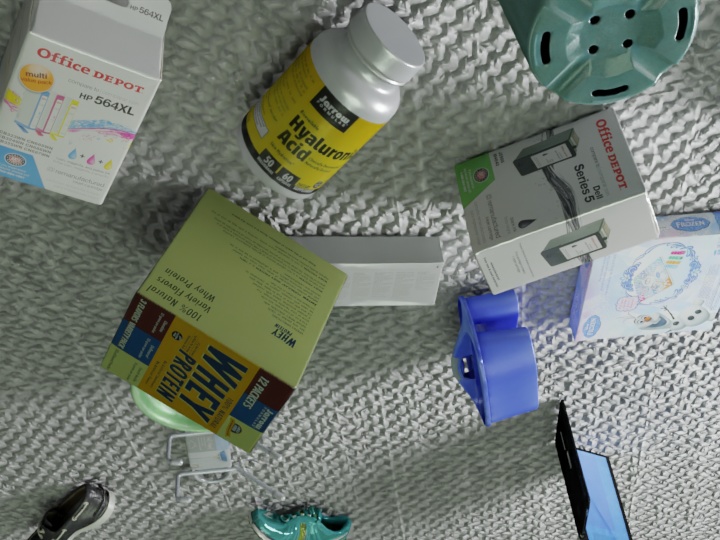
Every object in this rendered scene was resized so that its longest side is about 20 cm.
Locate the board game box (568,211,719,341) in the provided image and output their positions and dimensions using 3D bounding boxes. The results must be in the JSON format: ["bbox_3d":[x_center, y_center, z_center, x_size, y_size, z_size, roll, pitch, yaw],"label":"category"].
[{"bbox_3d":[0.389,0.010,1.383,0.195,0.044,0.202,-5,139,-4],"label":"board game box"}]

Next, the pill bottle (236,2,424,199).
[{"bbox_3d":[-0.029,-0.174,1.060,0.110,0.113,0.200,25,128,-32],"label":"pill bottle"}]

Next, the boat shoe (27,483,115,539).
[{"bbox_3d":[-0.481,0.405,1.666,0.199,0.075,0.060,-33,133,22],"label":"boat shoe"}]

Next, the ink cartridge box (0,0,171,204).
[{"bbox_3d":[-0.272,-0.189,0.993,0.127,0.127,0.201,16,134,-25],"label":"ink cartridge box"}]

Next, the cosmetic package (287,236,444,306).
[{"bbox_3d":[0.000,0.000,1.304,0.196,0.051,0.083,0,140,-8],"label":"cosmetic package"}]

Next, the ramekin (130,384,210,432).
[{"bbox_3d":[-0.201,0.117,1.368,0.196,0.099,0.202,-5,139,-4],"label":"ramekin"}]

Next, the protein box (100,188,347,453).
[{"bbox_3d":[-0.151,0.055,1.183,0.197,0.201,0.135,31,130,-6],"label":"protein box"}]

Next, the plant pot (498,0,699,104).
[{"bbox_3d":[0.200,-0.268,0.927,0.196,0.198,0.202,-4,140,-3],"label":"plant pot"}]

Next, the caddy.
[{"bbox_3d":[0.172,0.119,1.397,0.103,0.143,0.202,-13,138,1],"label":"caddy"}]

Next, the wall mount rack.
[{"bbox_3d":[-0.204,0.296,1.586,0.170,0.075,0.202,-4,139,-5],"label":"wall mount rack"}]

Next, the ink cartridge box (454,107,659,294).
[{"bbox_3d":[0.219,-0.079,1.178,0.197,0.147,0.084,-20,136,13],"label":"ink cartridge box"}]

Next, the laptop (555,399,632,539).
[{"bbox_3d":[0.373,0.325,1.631,0.101,0.179,0.202,-8,139,-1],"label":"laptop"}]

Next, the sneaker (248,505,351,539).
[{"bbox_3d":[-0.103,0.431,1.772,0.198,0.078,0.080,19,113,-34],"label":"sneaker"}]
